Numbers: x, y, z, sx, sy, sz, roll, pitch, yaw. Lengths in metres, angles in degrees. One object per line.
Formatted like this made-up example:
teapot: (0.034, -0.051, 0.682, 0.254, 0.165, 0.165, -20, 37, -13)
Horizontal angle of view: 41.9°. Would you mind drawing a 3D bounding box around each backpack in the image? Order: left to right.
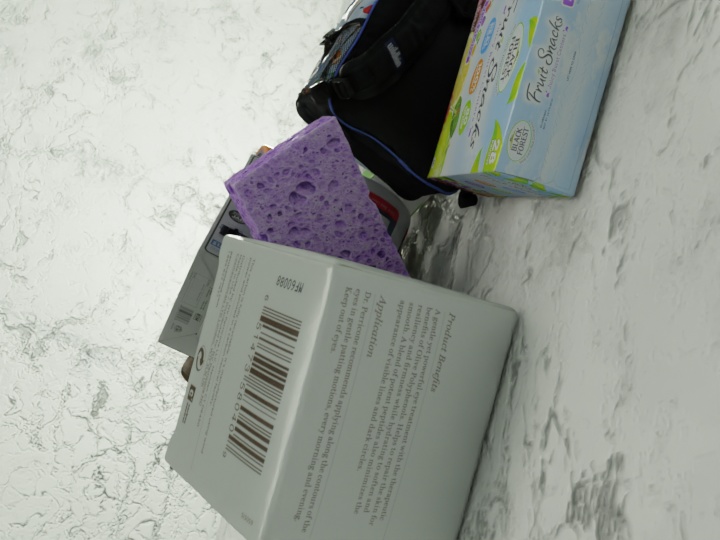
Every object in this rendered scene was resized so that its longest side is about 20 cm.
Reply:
backpack: (0.046, -0.183, 0.901, 0.154, 0.200, 0.191, 11, 69, 58)

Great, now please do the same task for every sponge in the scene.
sponge: (-0.029, -0.022, 0.833, 0.111, 0.200, 0.030, -36, 26, -20)

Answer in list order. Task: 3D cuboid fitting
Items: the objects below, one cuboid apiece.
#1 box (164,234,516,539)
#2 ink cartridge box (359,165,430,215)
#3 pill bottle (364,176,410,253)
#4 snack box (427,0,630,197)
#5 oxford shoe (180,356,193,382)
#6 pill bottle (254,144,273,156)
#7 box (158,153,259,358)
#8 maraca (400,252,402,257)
box: (-0.021, 0.092, 0.727, 0.200, 0.171, 0.200, 16, 91, 59)
ink cartridge box: (0.036, -0.123, 1.098, 0.117, 0.067, 0.200, -47, 16, 11)
pill bottle: (-0.038, 0.012, 0.930, 0.200, 0.119, 0.120, -67, 6, -20)
snack box: (0.124, -0.144, 0.724, 0.200, 0.067, 0.169, -159, 85, -79)
oxford shoe: (-0.128, 0.043, 0.995, 0.073, 0.084, 0.200, 95, -164, -45)
pill bottle: (-0.051, -0.094, 1.232, 0.106, 0.199, 0.106, -50, 27, 38)
box: (-0.121, -0.016, 0.908, 0.117, 0.060, 0.200, -60, 9, 30)
maraca: (0.000, 0.000, 1.121, 0.137, 0.107, 0.200, -65, 16, -1)
